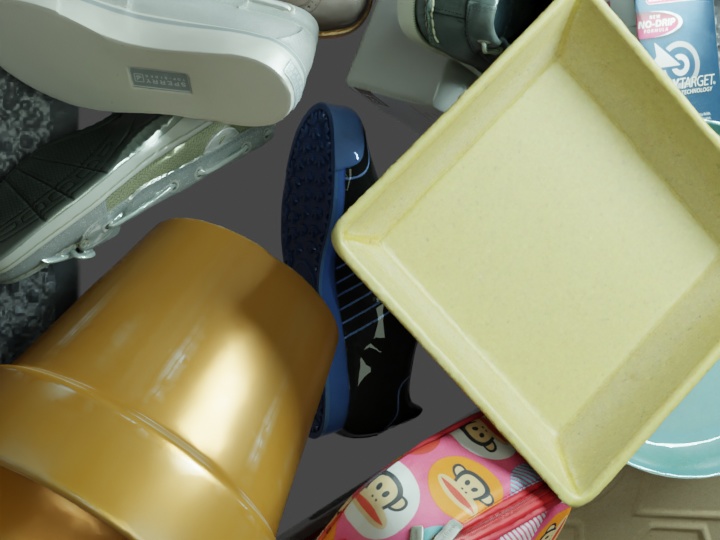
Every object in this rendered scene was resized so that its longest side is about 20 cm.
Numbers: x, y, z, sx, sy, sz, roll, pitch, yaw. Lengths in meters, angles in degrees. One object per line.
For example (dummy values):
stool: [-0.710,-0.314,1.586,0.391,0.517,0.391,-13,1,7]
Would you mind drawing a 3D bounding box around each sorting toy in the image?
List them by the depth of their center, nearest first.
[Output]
sorting toy: [0.152,0.141,1.073,0.183,0.037,0.202,4,116,-16]

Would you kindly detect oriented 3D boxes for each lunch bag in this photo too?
lunch bag: [0.014,0.172,0.971,0.082,0.201,0.175,48,37,20]

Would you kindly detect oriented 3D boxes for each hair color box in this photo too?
hair color box: [0.178,-0.094,1.118,0.060,0.100,0.202,-9,98,-21]

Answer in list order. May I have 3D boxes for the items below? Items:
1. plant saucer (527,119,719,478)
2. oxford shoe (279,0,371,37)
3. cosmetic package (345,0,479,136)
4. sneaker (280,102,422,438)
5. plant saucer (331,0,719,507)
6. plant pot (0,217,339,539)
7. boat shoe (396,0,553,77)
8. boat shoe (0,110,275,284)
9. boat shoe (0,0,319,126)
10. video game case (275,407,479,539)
plant saucer: [0.183,0.016,1.014,0.198,0.027,0.203,0,89,-16]
oxford shoe: [-0.076,-0.185,1.017,0.198,0.073,0.072,19,86,-22]
cosmetic package: [0.075,-0.180,1.066,0.101,0.074,0.202,25,83,-54]
sneaker: [0.000,0.000,1.076,0.077,0.070,0.202,-3,99,-29]
plant saucer: [0.108,-0.013,0.955,0.200,0.048,0.200,-45,101,-13]
plant pot: [-0.107,0.081,0.982,0.200,0.200,0.184,41,63,-19]
boat shoe: [0.098,-0.135,1.003,0.199,0.061,0.074,6,98,-54]
boat shoe: [-0.133,-0.051,1.015,0.202,0.074,0.065,-40,127,-22]
boat shoe: [-0.118,-0.134,0.986,0.072,0.198,0.069,77,29,-44]
video game case: [0.034,0.193,1.113,0.199,0.017,0.144,-30,104,-24]
